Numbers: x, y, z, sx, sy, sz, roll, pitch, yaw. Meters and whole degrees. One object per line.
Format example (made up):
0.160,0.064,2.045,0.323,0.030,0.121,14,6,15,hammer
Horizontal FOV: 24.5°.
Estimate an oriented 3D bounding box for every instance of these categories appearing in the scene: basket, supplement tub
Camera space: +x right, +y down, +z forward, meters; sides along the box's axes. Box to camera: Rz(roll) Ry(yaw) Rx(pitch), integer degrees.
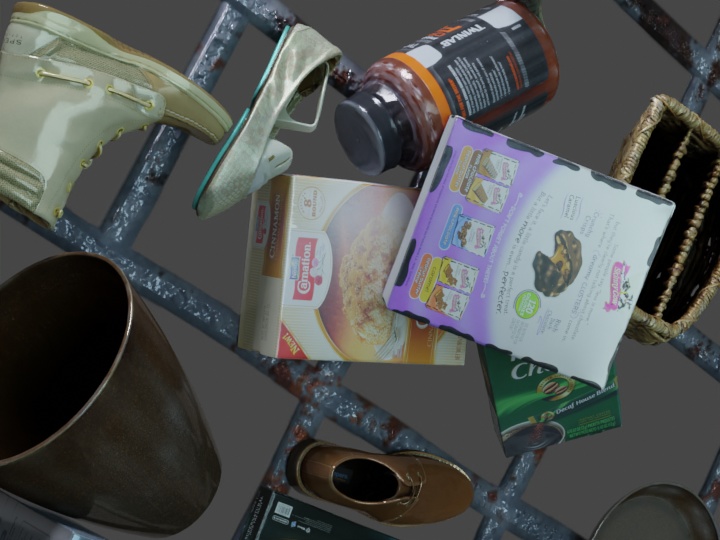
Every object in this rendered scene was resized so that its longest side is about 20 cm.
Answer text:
0.291,-0.038,1.572,0.142,0.149,0.202,25,78,2,basket
0.074,-0.157,1.469,0.199,0.107,0.108,-29,110,-27,supplement tub

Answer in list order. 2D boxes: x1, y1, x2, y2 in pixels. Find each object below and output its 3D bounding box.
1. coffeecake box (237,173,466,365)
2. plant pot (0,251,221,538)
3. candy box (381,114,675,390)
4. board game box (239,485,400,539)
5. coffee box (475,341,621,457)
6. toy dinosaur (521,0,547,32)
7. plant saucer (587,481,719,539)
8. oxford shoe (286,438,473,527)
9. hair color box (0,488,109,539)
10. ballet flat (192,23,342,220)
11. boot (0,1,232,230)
0.000,0.000,1.455,0.198,0.073,0.156,4,93,-33,coffeecake box
-0.199,0.120,1.289,0.188,0.186,0.200,-55,134,-17,plant pot
0.139,-0.016,1.392,0.198,0.072,0.169,21,95,-4,candy box
-0.031,0.288,1.488,0.199,0.028,0.137,27,80,-33,board game box
0.170,0.083,1.516,0.122,0.044,0.201,-15,135,-1,coffee box
0.166,-0.274,1.510,0.089,0.047,0.200,-61,159,-6,toy dinosaur
0.291,0.315,1.702,0.198,0.032,0.203,-3,96,-33,plant saucer
0.033,0.198,1.498,0.198,0.071,0.072,12,86,-35,oxford shoe
-0.245,0.230,1.237,0.060,0.199,0.100,26,80,-30,hair color box
-0.072,-0.120,1.381,0.062,0.068,0.201,26,68,-1,ballet flat
-0.209,-0.101,1.307,0.199,0.073,0.157,26,80,-31,boot
